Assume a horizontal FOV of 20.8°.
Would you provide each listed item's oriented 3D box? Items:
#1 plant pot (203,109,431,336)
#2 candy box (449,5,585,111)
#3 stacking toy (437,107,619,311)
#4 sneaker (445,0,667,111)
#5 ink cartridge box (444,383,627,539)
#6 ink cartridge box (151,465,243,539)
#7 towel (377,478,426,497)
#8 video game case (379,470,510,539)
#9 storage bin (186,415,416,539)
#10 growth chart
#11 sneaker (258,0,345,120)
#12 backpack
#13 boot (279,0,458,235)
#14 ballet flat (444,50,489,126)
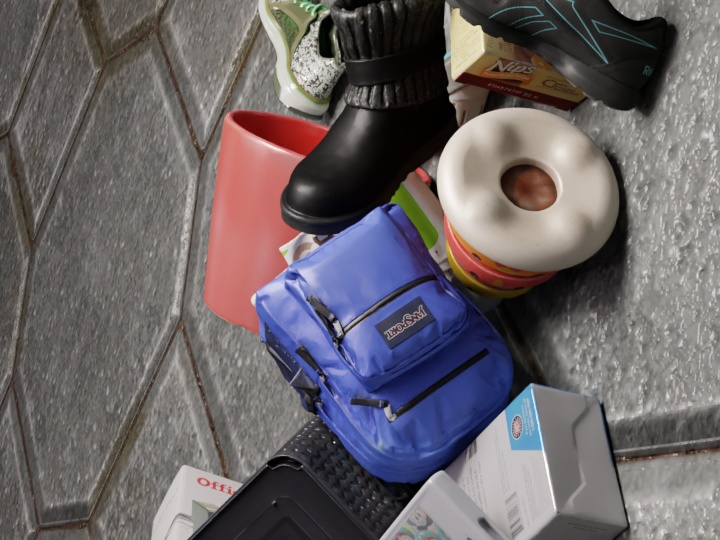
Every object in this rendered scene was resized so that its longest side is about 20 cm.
[{"bbox_3d":[-0.055,-0.034,1.823,0.200,0.199,0.178,44,119,61],"label":"plant pot"},{"bbox_3d":[0.134,-0.242,1.626,0.055,0.115,0.201,-37,46,52],"label":"candy box"},{"bbox_3d":[0.118,-0.023,1.592,0.200,0.145,0.147,107,162,-59],"label":"stacking toy"},{"bbox_3d":[0.145,-0.204,1.516,0.079,0.199,0.075,-58,10,20],"label":"sneaker"},{"bbox_3d":[0.116,0.192,1.521,0.200,0.066,0.116,-51,37,43],"label":"ink cartridge box"},{"bbox_3d":[-0.121,0.290,1.826,0.200,0.145,0.084,-91,25,-57],"label":"ink cartridge box"},{"bbox_3d":[0.027,0.133,1.756,0.200,0.048,0.112,45,119,62],"label":"towel"},{"bbox_3d":[0.074,0.277,1.495,0.182,0.024,0.200,45,131,12],"label":"video game case"},{"bbox_3d":[-0.058,0.234,1.651,0.200,0.135,0.094,-45,-2,29],"label":"storage bin"},{"bbox_3d":[0.000,0.000,1.728,0.200,0.145,0.018,-45,10,11],"label":"growth chart"},{"bbox_3d":[-0.048,-0.256,2.082,0.089,0.077,0.201,-40,48,33],"label":"sneaker"},{"bbox_3d":[0.023,0.067,1.579,0.200,0.162,0.168,54,172,14],"label":"backpack"},{"bbox_3d":[0.000,-0.143,1.620,0.079,0.211,0.158,21,139,31],"label":"boot"},{"bbox_3d":[0.081,-0.153,1.777,0.200,0.067,0.064,-32,78,57],"label":"ballet flat"}]
